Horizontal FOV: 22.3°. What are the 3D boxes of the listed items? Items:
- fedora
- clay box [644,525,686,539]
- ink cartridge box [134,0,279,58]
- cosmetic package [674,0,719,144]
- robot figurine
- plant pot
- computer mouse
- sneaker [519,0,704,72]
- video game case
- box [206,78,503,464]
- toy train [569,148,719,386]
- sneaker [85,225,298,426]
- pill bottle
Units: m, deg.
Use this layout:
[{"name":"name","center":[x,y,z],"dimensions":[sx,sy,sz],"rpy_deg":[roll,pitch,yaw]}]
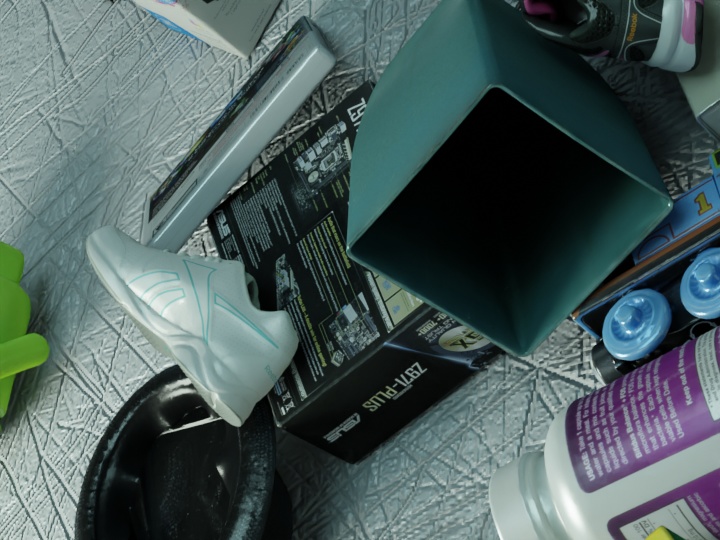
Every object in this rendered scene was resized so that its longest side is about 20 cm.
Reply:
[{"name":"fedora","center":[-0.106,0.165,1.249],"dimensions":[0.199,0.091,0.202],"rpy_deg":[-22,51,29]},{"name":"clay box","center":[0.129,0.235,1.003],"dimensions":[0.200,0.115,0.048],"rpy_deg":[-46,48,12]},{"name":"ink cartridge box","center":[-0.168,-0.256,1.448],"dimensions":[0.116,0.200,0.068],"rpy_deg":[26,84,44]},{"name":"cosmetic package","center":[0.234,-0.169,1.142],"dimensions":[0.087,0.103,0.201],"rpy_deg":[-33,52,23]},{"name":"robot figurine","center":[-0.334,0.069,1.470],"dimensions":[0.174,0.115,0.202],"rpy_deg":[-10,61,42]},{"name":"plant pot","center":[0.081,-0.082,1.135],"dimensions":[0.141,0.141,0.201],"rpy_deg":[-48,26,26]},{"name":"computer mouse","center":[0.146,-0.118,1.227],"dimensions":[0.200,0.046,0.141],"rpy_deg":[34,98,55]},{"name":"sneaker","center":[0.131,-0.176,1.116],"dimensions":[0.200,0.085,0.081],"rpy_deg":[-141,55,-66]},{"name":"video game case","center":[-0.093,-0.099,1.366],"dimensions":[0.200,0.023,0.182],"rpy_deg":[-50,14,8]},{"name":"box","center":[0.000,0.000,1.253],"dimensions":[0.163,0.086,0.201],"rpy_deg":[-39,48,18]},{"name":"toy train","center":[0.217,-0.005,1.085],"dimensions":[0.199,0.087,0.115],"rpy_deg":[-33,41,24]},{"name":"sneaker","center":[-0.113,0.023,1.235],"dimensions":[0.080,0.071,0.200],"rpy_deg":[-43,53,-9]},{"name":"pill bottle","center":[0.176,0.109,1.034],"dimensions":[0.199,0.112,0.113],"rpy_deg":[-30,52,24]}]
